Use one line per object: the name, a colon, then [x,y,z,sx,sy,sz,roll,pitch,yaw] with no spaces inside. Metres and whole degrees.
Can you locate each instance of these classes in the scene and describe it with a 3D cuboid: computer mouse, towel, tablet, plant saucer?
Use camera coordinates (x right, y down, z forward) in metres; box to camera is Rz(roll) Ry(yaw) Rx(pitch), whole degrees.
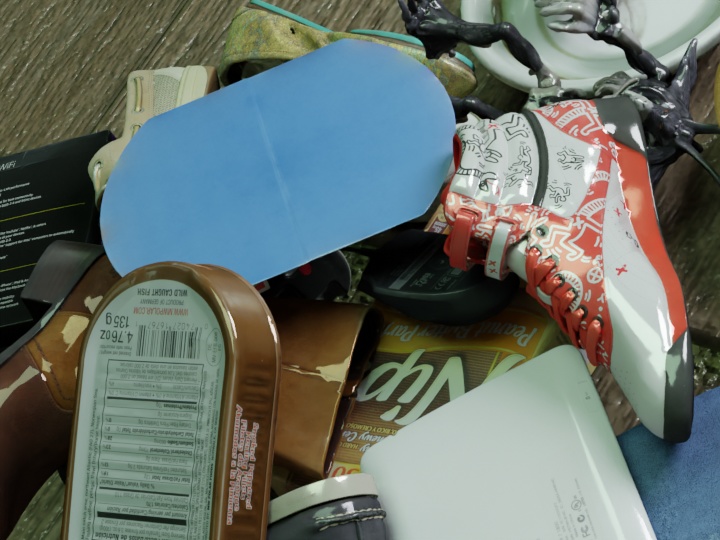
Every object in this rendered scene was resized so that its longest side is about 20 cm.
computer mouse: [0.000,0.000,1.430,0.200,0.034,0.059,13,43,38]
towel: [0.221,0.092,1.291,0.200,0.049,0.112,-24,45,11]
tablet: [0.079,0.141,1.293,0.130,0.014,0.200,-29,52,13]
plant saucer: [0.158,-0.167,1.552,0.200,0.050,0.200,-17,47,19]

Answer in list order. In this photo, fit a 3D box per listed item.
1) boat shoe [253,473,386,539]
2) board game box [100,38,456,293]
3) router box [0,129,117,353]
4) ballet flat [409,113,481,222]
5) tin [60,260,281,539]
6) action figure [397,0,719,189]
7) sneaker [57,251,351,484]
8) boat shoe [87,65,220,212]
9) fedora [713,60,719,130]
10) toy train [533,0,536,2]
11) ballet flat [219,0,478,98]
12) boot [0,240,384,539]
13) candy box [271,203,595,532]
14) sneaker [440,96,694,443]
boat shoe: [-0.060,0.167,1.366,0.200,0.073,0.063,-33,69,37]
board game box: [-0.040,-0.043,1.432,0.200,0.039,0.158,-22,43,2]
router box: [-0.240,0.002,1.651,0.200,0.051,0.149,-12,46,23]
ballet flat: [0.014,-0.062,1.541,0.200,0.062,0.068,-8,57,26]
tin: [-0.098,0.094,1.338,0.112,0.042,0.201,1,84,41]
action figure: [0.104,-0.092,1.437,0.200,0.102,0.119,16,83,27]
sneaker: [-0.096,0.050,1.518,0.200,0.074,0.088,-42,27,-6]
boat shoe: [-0.129,-0.048,1.601,0.065,0.072,0.200,4,47,6]
fedora: [0.283,-0.089,1.383,0.200,0.082,0.201,-16,48,19]
toy train: [0.151,-0.231,1.548,0.200,0.042,0.056,-51,36,-15]
ballet flat: [-0.012,-0.113,1.605,0.200,0.071,0.071,19,65,43]
boot: [-0.104,0.084,1.417,0.200,0.069,0.189,14,59,21]
candy box: [0.050,0.057,1.421,0.115,0.055,0.200,18,64,39]
sneaker: [0.099,0.004,1.326,0.108,0.067,0.202,-7,56,-3]
